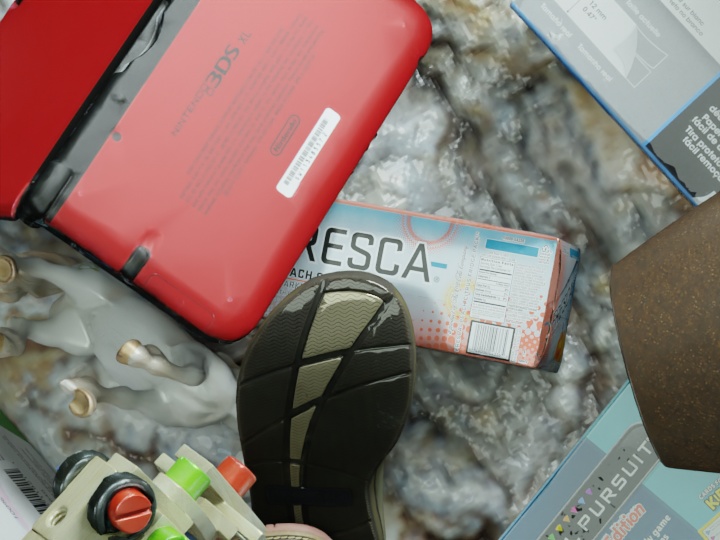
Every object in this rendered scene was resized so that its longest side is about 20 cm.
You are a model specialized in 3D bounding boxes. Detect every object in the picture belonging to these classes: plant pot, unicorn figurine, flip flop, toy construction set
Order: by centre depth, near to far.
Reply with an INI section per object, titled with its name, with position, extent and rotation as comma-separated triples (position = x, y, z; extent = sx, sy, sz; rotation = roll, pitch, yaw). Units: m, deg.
[toy construction set]
position = -0.107, 0.152, 1.206
extent = 0.092, 0.131, 0.200
rotation = 4, 54, 48
[plant pot]
position = 0.216, 0.016, 1.211
extent = 0.200, 0.187, 0.187
rotation = -16, 85, 12
[flip flop]
position = -0.014, 0.079, 1.302
extent = 0.081, 0.058, 0.200
rotation = 5, 128, 5
[unicorn figurine]
position = -0.102, 0.048, 1.329
extent = 0.074, 0.137, 0.200
rotation = -45, 65, 18

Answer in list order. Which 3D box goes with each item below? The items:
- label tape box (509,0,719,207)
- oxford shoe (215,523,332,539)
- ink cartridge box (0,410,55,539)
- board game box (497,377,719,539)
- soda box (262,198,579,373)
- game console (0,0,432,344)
[label tape box]
position = 0.190, -0.137, 1.286
extent = 0.200, 0.066, 0.143
rotation = -43, 80, 10
[oxford shoe]
position = -0.095, 0.185, 1.290
extent = 0.200, 0.074, 0.071
rotation = -28, 127, 3
[ink cartridge box]
position = -0.216, 0.110, 1.305
extent = 0.084, 0.200, 0.145
rotation = -43, 80, 8
[board game box]
position = 0.162, 0.163, 1.293
extent = 0.200, 0.047, 0.151
rotation = 40, 98, 11
[soda box]
position = 0.000, 0.000, 1.324
extent = 0.200, 0.068, 0.064
rotation = 11, 89, 13
[game console]
position = -0.093, -0.076, 1.321
extent = 0.172, 0.119, 0.200
rotation = 35, 67, -9
